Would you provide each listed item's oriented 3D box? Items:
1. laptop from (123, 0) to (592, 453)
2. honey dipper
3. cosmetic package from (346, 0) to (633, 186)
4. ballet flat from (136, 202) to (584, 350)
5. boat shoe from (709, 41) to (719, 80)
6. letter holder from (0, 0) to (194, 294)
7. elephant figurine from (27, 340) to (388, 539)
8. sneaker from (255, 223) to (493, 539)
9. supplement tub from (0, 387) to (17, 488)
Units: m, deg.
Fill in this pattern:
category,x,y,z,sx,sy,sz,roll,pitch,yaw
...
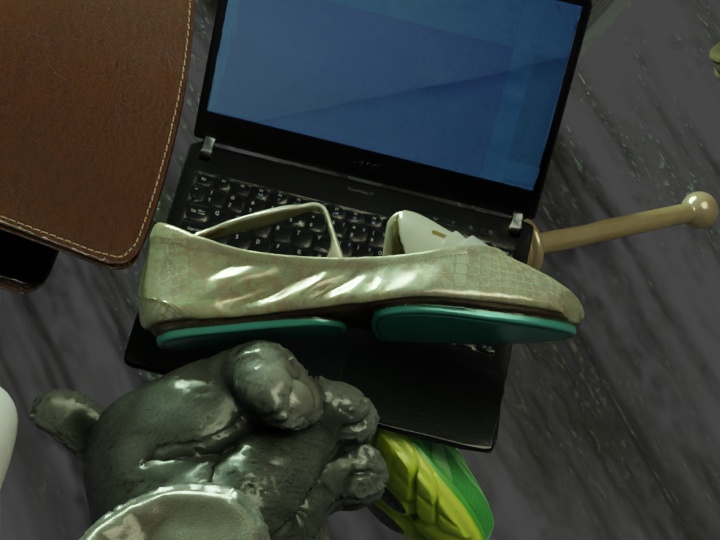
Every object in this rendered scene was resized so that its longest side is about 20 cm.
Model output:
category,x,y,z,sx,sy,sz,roll,pitch,yaw
laptop,0.001,-0.043,0.826,0.176,0.104,0.201,14,59,1
honey dipper,0.132,-0.020,1.009,0.199,0.038,0.038,-10,67,-35
cosmetic package,0.031,-0.188,0.970,0.164,0.165,0.201,-29,78,-38
ballet flat,0.000,0.000,0.785,0.198,0.067,0.063,-1,77,-1
boat shoe,0.288,-0.133,1.148,0.200,0.072,0.068,-30,112,-46
letter holder,-0.164,-0.081,0.845,0.141,0.101,0.202,19,55,-20
elephant figurine,-0.059,0.137,0.741,0.141,0.155,0.201,41,38,-30
sneaker,0.015,0.047,0.874,0.083,0.074,0.201,-24,75,-23
supplement tub,-0.245,0.077,0.675,0.199,0.145,0.146,24,53,-14
